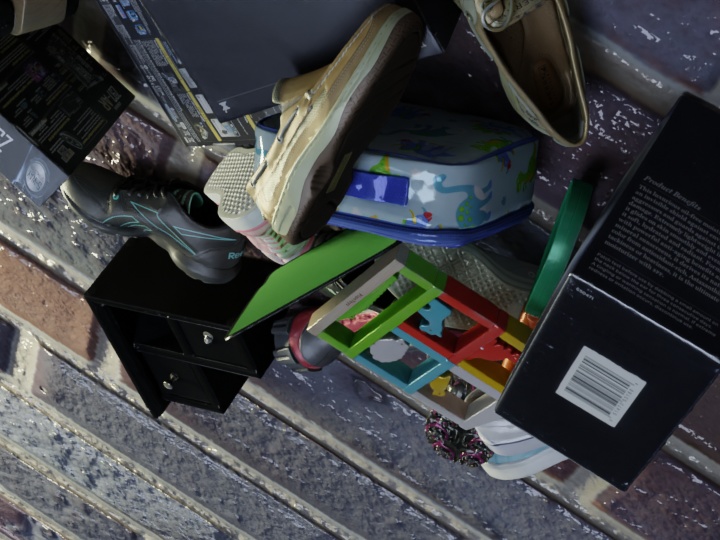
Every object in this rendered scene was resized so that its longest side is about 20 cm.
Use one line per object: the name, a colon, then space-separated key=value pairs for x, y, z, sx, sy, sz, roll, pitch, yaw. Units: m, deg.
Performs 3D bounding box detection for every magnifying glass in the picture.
magnifying glass: x=0.146 y=0.015 z=1.149 sx=0.022 sy=0.080 sz=0.200 roll=20 pitch=127 yaw=3

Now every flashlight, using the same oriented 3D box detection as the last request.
flashlight: x=-0.002 y=0.060 z=1.389 sx=0.200 sy=0.068 sz=0.068 roll=-8 pitch=111 yaw=48

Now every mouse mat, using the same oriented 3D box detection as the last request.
mouse mat: x=-0.027 y=-0.008 z=1.183 sx=0.161 sy=0.200 sz=0.008 roll=-29 pitch=99 yaw=14

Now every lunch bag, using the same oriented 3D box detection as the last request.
lunch bag: x=0.024 y=-0.078 z=1.117 sx=0.200 sy=0.161 sz=0.083 roll=13 pitch=109 yaw=28

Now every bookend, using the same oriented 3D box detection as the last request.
bookend: x=-0.156 y=0.078 z=1.520 sx=0.199 sy=0.092 sz=0.200 roll=11 pitch=140 yaw=30

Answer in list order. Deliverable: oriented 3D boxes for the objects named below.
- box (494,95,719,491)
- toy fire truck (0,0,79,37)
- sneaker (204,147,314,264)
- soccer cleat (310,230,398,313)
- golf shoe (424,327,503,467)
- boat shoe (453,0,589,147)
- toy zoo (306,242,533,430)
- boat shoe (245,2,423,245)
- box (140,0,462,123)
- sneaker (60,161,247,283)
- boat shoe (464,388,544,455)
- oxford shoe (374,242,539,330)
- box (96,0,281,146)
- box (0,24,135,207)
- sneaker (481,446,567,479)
box: x=0.211 y=0.018 z=1.051 sx=0.123 sy=0.198 sz=0.200 roll=32 pitch=146 yaw=9
toy fire truck: x=-0.318 y=-0.305 z=1.161 sx=0.176 sy=0.129 sz=0.200 roll=36 pitch=131 yaw=24
sneaker: x=-0.071 y=-0.052 z=1.265 sx=0.105 sy=0.075 sz=0.200 roll=40 pitch=178 yaw=-17
soccer cleat: x=0.000 y=0.000 z=1.282 sx=0.081 sy=0.068 sz=0.200 roll=23 pitch=180 yaw=-42
golf shoe: x=0.106 y=0.102 z=1.332 sx=0.073 sy=0.092 sz=0.200 roll=17 pitch=137 yaw=16
boat shoe: x=0.115 y=-0.172 z=0.999 sx=0.200 sy=0.073 sz=0.063 roll=55 pitch=-175 yaw=-39
toy zoo: x=0.073 y=0.065 z=1.164 sx=0.200 sy=0.020 sz=0.131 roll=32 pitch=138 yaw=-17
boat shoe: x=-0.029 y=-0.110 z=1.001 sx=0.076 sy=0.072 sz=0.200 roll=42 pitch=123 yaw=16
box: x=-0.053 y=-0.226 z=1.022 sx=0.200 sy=0.104 sz=0.182 roll=-12 pitch=125 yaw=30
sneaker: x=-0.198 y=-0.065 z=1.417 sx=0.200 sy=0.075 sz=0.079 roll=26 pitch=132 yaw=1
boat shoe: x=0.183 y=0.098 z=1.225 sx=0.200 sy=0.074 sz=0.065 roll=-27 pitch=130 yaw=16
oxford shoe: x=0.100 y=0.011 z=1.207 sx=0.200 sy=0.058 sz=0.075 roll=18 pitch=116 yaw=-20
box: x=-0.128 y=-0.195 z=1.207 sx=0.161 sy=0.049 sz=0.200 roll=2 pitch=134 yaw=41
box: x=-0.294 y=-0.160 z=1.258 sx=0.160 sy=0.200 sz=0.044 roll=43 pitch=114 yaw=-14
sneaker: x=0.173 y=0.132 z=1.344 sx=0.200 sy=0.074 sz=0.082 roll=-29 pitch=105 yaw=43
